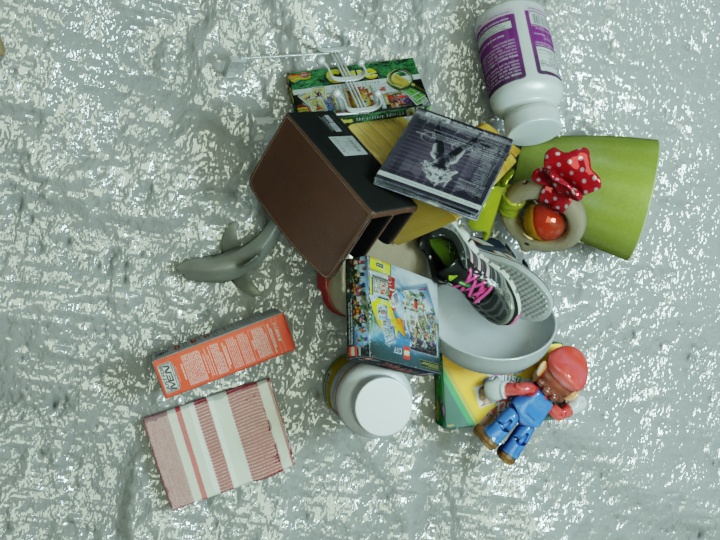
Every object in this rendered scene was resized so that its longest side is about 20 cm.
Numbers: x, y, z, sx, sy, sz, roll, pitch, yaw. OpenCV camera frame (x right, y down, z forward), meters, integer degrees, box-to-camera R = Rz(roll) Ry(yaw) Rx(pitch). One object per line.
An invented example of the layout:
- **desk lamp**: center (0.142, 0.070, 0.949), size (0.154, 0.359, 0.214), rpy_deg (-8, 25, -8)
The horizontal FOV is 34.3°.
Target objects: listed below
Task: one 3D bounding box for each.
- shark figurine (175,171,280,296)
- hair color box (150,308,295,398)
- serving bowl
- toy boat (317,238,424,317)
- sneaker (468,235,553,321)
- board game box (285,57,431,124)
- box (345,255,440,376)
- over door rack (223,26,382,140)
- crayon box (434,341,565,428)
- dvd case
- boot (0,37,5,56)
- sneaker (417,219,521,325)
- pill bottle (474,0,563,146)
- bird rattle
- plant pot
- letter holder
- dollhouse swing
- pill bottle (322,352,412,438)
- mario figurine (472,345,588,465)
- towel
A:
- **shark figurine**: center (-0.154, -0.044, 1.715), size (0.128, 0.089, 0.215), rpy_deg (40, 85, -11)
- **hair color box**: center (-0.202, 0.119, 1.700), size (0.199, 0.101, 0.062), rpy_deg (-20, 95, -10)
- **serving bowl**: center (0.192, 0.091, 1.756), size (0.199, 0.200, 0.066), rpy_deg (-2, 127, -12)
- **toy boat**: center (0.000, 0.000, 1.731), size (0.199, 0.130, 0.131), rpy_deg (0, 92, -44)
- **sneaker**: center (0.213, 0.002, 1.758), size (0.200, 0.079, 0.079), rpy_deg (32, 121, 19)
- **board game box**: center (-0.004, -0.265, 1.743), size (0.199, 0.024, 0.105), rpy_deg (-10, 53, -12)
- **box**: center (0.047, 0.067, 1.617), size (0.038, 0.200, 0.137), rpy_deg (-8, 74, 30)
- **over door rack**: center (-0.084, -0.279, 1.693), size (0.199, 0.067, 0.148), rpy_deg (-15, 55, -14)
- **crayon box**: center (0.215, 0.175, 1.810), size (0.199, 0.058, 0.120), rpy_deg (-4, 93, -12)
- **dvd case**: center (0.118, -0.151, 1.620), size (0.148, 0.200, 0.016), rpy_deg (20, 131, 9)
- **boot**: center (-0.605, -0.351, 1.627), size (0.144, 0.071, 0.202), rpy_deg (-35, 95, -3)
- **sneaker**: center (0.151, 0.006, 1.697), size (0.074, 0.087, 0.200), rpy_deg (-41, 84, 34)
- **pill bottle**: center (0.241, -0.293, 1.746), size (0.112, 0.112, 0.201), rpy_deg (-4, 69, -12)
- **bird rattle**: center (0.265, -0.098, 1.700), size (0.163, 0.199, 0.113), rpy_deg (54, 36, -32)
- **plant pot**: center (0.332, -0.130, 1.779), size (0.199, 0.187, 0.188), rpy_deg (14, 89, 4)
- **letter holder**: center (-0.044, -0.102, 1.623), size (0.200, 0.100, 0.142), rpy_deg (50, 125, 22)
- **dollhouse swing**: center (0.088, -0.170, 1.689), size (0.176, 0.181, 0.200), rpy_deg (56, 48, -11)
- **pill bottle**: center (0.013, 0.182, 1.695), size (0.110, 0.200, 0.112), rpy_deg (-1, 93, -11)
- **mario figurine**: center (0.262, 0.194, 1.765), size (0.200, 0.106, 0.123), rpy_deg (-47, 142, 2)
- **towel**: center (-0.209, 0.257, 1.743), size (0.199, 0.023, 0.145), rpy_deg (-17, 93, -13)
